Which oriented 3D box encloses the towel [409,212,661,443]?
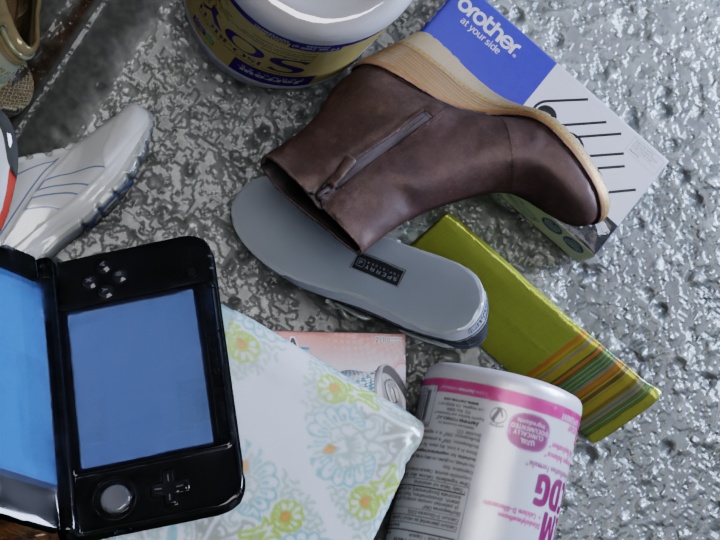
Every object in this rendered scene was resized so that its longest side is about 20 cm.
[{"bbox_3d":[0.118,0.040,1.476,0.200,0.086,0.018,41,52,-5],"label":"towel"}]

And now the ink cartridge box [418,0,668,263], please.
[{"bbox_3d":[0.117,-0.107,1.512,0.200,0.044,0.094,40,75,-5],"label":"ink cartridge box"}]

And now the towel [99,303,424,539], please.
[{"bbox_3d":[-0.070,0.142,1.361,0.171,0.048,0.200,33,66,-12],"label":"towel"}]

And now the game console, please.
[{"bbox_3d":[-0.175,0.055,1.287,0.176,0.116,0.200,-12,60,3],"label":"game console"}]

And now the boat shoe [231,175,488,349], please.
[{"bbox_3d":[0.002,-0.002,1.458,0.199,0.068,0.074,21,73,16],"label":"boat shoe"}]

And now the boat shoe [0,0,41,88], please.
[{"bbox_3d":[-0.237,-0.203,1.396,0.073,0.063,0.200,35,39,-43],"label":"boat shoe"}]

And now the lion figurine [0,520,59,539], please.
[{"bbox_3d":[-0.221,0.224,1.377,0.122,0.072,0.200,15,85,23],"label":"lion figurine"}]

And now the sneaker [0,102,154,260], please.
[{"bbox_3d":[-0.221,-0.049,1.416,0.087,0.075,0.200,45,75,1],"label":"sneaker"}]

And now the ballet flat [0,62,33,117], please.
[{"bbox_3d":[-0.304,-0.178,1.409,0.200,0.075,0.068,44,81,-5],"label":"ballet flat"}]

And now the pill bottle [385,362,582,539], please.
[{"bbox_3d":[0.078,0.173,1.432,0.113,0.113,0.200,16,80,-11],"label":"pill bottle"}]

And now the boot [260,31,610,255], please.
[{"bbox_3d":[0.052,-0.058,1.418,0.200,0.072,0.166,40,62,11],"label":"boot"}]

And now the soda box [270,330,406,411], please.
[{"bbox_3d":[-0.071,0.076,1.437,0.200,0.064,0.068,1,82,-12],"label":"soda box"}]

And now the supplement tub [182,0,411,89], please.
[{"bbox_3d":[-0.043,-0.204,1.408,0.145,0.200,0.146,2,82,-12],"label":"supplement tub"}]

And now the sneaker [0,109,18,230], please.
[{"bbox_3d":[-0.296,-0.016,1.334,0.067,0.108,0.201,36,108,19],"label":"sneaker"}]
